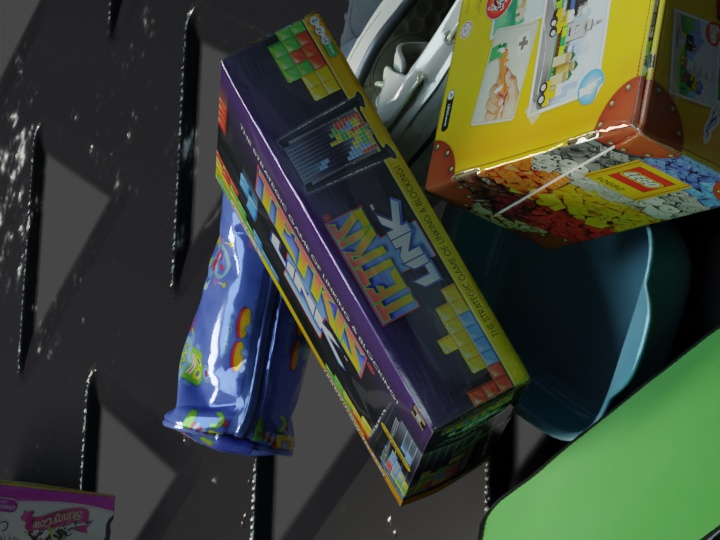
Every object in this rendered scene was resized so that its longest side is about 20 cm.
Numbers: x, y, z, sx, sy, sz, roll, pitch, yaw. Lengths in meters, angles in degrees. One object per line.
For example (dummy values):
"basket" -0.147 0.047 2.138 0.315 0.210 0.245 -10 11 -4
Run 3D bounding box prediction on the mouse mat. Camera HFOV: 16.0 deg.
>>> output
"mouse mat" 0.115 0.090 1.063 0.200 0.008 0.161 -42 16 25

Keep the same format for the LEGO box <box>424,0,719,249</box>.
"LEGO box" 0.118 -0.125 1.139 0.149 0.077 0.200 -14 59 53

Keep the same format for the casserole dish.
"casserole dish" 0.096 0.008 1.218 0.200 0.039 0.121 35 111 59

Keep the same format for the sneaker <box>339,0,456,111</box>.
"sneaker" 0.010 -0.165 1.378 0.146 0.077 0.203 32 100 48

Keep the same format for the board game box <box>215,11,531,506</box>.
"board game box" 0.000 0.000 1.217 0.200 0.057 0.165 60 169 13

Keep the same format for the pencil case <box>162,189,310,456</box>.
"pencil case" -0.056 0.008 1.451 0.087 0.078 0.200 -128 50 -82

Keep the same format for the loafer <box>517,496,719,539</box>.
"loafer" 0.121 0.128 1.099 0.076 0.068 0.200 -48 14 -3

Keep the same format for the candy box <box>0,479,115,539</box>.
"candy box" -0.267 0.168 1.722 0.200 0.136 0.061 -2 80 60

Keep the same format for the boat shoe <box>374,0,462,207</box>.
"boat shoe" 0.043 -0.090 1.298 0.067 0.074 0.200 44 119 6
